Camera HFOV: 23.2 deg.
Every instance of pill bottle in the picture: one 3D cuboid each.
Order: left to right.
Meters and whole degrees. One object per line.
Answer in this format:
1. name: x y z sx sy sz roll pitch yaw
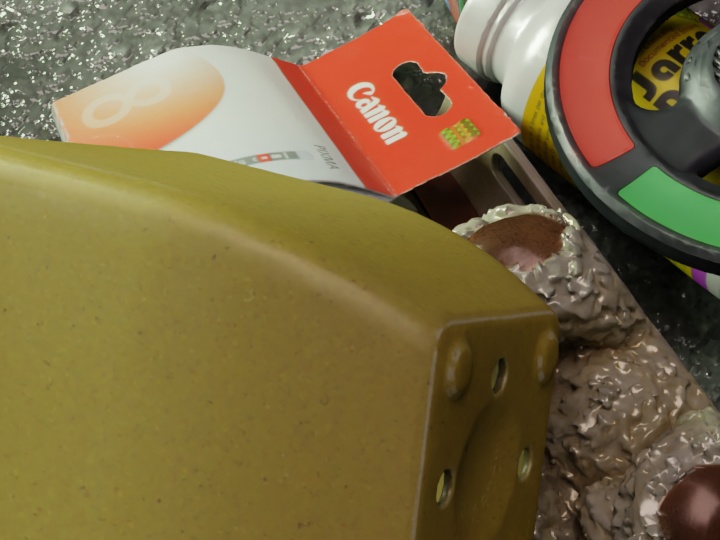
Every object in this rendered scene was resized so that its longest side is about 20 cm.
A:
1. pill bottle: 0.141 -0.079 0.863 0.104 0.104 0.200 -41 64 -18

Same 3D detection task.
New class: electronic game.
1. electronic game: 0.181 -0.080 0.775 0.199 0.042 0.201 -2 58 3

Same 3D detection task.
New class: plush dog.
1. plush dog: 0.076 0.098 0.761 0.172 0.160 0.200 -37 64 6

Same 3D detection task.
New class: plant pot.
1. plant pot: -0.038 0.058 0.665 0.199 0.194 0.196 8 94 27

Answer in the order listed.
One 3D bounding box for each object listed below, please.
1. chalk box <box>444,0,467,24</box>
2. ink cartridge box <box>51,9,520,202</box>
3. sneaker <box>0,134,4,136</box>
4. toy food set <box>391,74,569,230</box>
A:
1. chalk box: 0.084 -0.218 0.942 0.199 0.125 0.124 -21 59 -6
2. ink cartridge box: -0.043 -0.074 0.870 0.200 0.050 0.162 -28 36 -4
3. sneaker: -0.180 0.004 0.857 0.074 0.081 0.200 -15 59 -4
4. toy food set: 0.000 0.000 0.855 0.200 0.060 0.144 -27 61 -11
